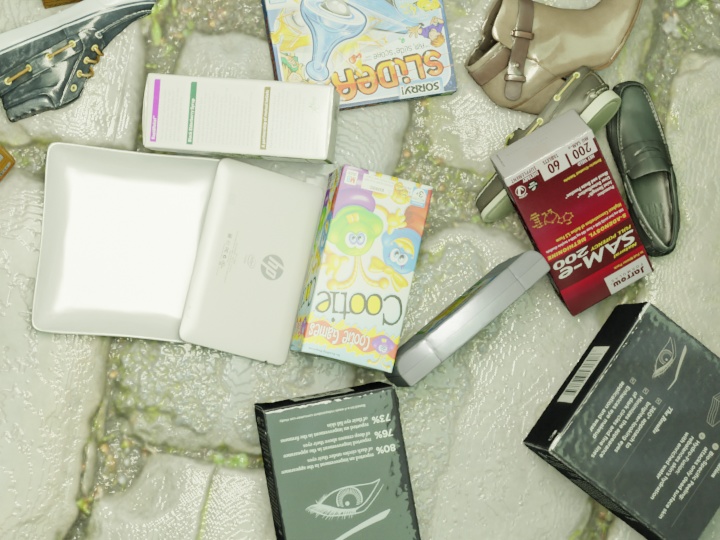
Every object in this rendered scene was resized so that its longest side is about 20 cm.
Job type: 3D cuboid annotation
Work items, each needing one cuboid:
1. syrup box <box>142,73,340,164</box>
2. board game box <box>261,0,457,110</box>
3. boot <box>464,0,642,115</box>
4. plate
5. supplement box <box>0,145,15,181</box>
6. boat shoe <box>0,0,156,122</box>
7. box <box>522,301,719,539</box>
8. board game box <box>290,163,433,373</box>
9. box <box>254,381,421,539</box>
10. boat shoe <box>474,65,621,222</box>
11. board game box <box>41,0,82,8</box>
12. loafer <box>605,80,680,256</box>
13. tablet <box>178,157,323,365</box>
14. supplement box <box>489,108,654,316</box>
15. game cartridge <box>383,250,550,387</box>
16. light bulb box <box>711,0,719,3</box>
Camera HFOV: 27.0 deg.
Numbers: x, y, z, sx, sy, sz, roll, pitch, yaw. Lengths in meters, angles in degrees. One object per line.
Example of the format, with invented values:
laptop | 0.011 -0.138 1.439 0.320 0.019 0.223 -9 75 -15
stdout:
syrup box | -0.125 -0.160 1.585 0.198 0.079 0.082 5 90 5
board game box | -0.001 -0.248 1.655 0.198 0.034 0.137 -10 90 -9
boot | 0.212 -0.267 1.665 0.145 0.070 0.201 28 94 -20
plate | -0.245 -0.027 1.608 0.198 0.032 0.202 5 87 -9
supplement box | -0.396 -0.114 1.500 0.066 0.200 0.069 39 82 -6
boat shoe | -0.298 -0.230 1.592 0.198 0.071 0.092 -22 93 -3
box | 0.321 0.173 1.653 0.199 0.117 0.197 37 82 -5
board game box | 0.000 0.000 1.612 0.104 0.103 0.202 13 86 -9
box | -0.024 0.230 1.599 0.146 0.104 0.202 -9 90 -10
boat shoe | 0.197 -0.138 1.658 0.201 0.072 0.061 -44 70 13
board game box | -0.255 -0.405 1.535 0.198 0.200 0.202 -14 90 -9
loafer | 0.324 -0.116 1.687 0.067 0.070 0.203 -10 90 -10
tablet | -0.116 -0.009 1.618 0.129 0.014 0.202 16 84 -26
supplement box | 0.230 -0.060 1.624 0.108 0.061 0.201 -29 122 3
game cartridge | 0.112 0.051 1.614 0.200 0.133 0.041 -40 95 -9
light bulb box | 0.382 -0.430 1.681 0.196 0.125 0.202 18 84 -8
